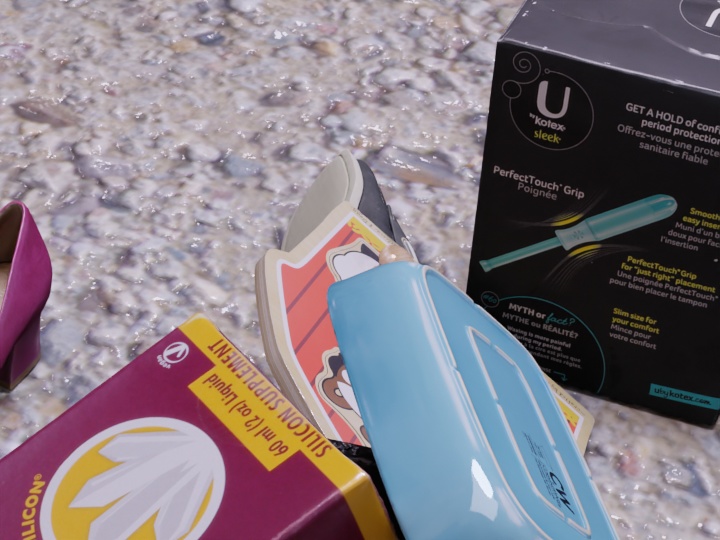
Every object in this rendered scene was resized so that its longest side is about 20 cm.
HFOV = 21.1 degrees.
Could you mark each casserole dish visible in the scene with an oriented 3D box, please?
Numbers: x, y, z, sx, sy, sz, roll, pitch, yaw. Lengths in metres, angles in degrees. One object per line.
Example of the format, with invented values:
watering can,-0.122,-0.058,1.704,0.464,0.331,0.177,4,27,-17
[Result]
casserole dish,0.049,0.069,0.722,0.039,0.121,0.200,-39,38,16

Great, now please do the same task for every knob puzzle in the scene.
knob puzzle,0.032,0.054,0.915,0.219,0.030,0.220,32,30,-21

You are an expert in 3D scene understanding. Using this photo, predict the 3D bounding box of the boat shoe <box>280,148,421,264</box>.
boat shoe,0.000,0.000,1.075,0.068,0.072,0.200,33,21,-24

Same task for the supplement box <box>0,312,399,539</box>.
supplement box,-0.094,0.124,0.673,0.200,0.086,0.110,-37,48,-14

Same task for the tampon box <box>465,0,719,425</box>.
tampon box,0.150,-0.048,1.025,0.149,0.200,0.126,16,38,15

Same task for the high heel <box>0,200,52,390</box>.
high heel,-0.210,0.051,0.943,0.067,0.096,0.200,19,39,19

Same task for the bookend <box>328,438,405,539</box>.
bookend,-0.036,0.163,0.762,0.198,0.092,0.200,10,38,10
